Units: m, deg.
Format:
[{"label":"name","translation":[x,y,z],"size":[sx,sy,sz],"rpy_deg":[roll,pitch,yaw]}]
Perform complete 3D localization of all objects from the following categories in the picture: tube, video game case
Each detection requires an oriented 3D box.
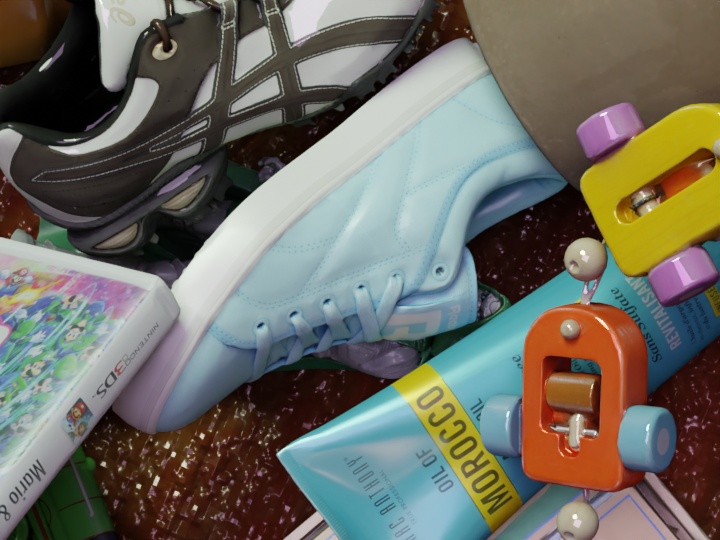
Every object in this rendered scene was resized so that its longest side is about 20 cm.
[{"label":"tube","translation":[0.069,0.041,0.766],"size":[0.200,0.050,0.078],"rpy_deg":[-36,92,-14]},{"label":"video game case","translation":[-0.185,0.056,0.717],"size":[0.199,0.024,0.182],"rpy_deg":[12,54,39]}]

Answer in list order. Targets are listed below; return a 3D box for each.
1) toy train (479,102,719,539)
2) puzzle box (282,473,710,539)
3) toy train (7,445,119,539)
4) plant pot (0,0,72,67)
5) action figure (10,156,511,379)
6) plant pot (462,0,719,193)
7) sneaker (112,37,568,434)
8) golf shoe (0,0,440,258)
[{"label":"toy train","translation":[0.135,0.017,0.687],"size":[0.199,0.055,0.151],"rpy_deg":[-2,93,36]},{"label":"puzzle box","translation":[0.035,0.136,0.797],"size":[0.200,0.025,0.133],"rpy_deg":[-41,77,1]},{"label":"toy train","translation":[-0.147,0.054,0.833],"size":[0.056,0.042,0.201],"rpy_deg":[-23,78,-6]},{"label":"plant pot","translation":[-0.099,-0.187,0.797],"size":[0.182,0.200,0.201],"rpy_deg":[-10,79,-9]},{"label":"action figure","translation":[-0.036,-0.002,0.815],"size":[0.199,0.055,0.119],"rpy_deg":[12,70,5]},{"label":"plant pot","translation":[0.136,-0.111,0.749],"size":[0.174,0.200,0.201],"rpy_deg":[-29,77,21]},{"label":"sneaker","translation":[0.000,0.000,0.751],"size":[0.082,0.074,0.200],"rpy_deg":[43,73,13]},{"label":"golf shoe","translation":[-0.050,-0.089,0.743],"size":[0.200,0.094,0.078],"rpy_deg":[-43,54,6]}]
